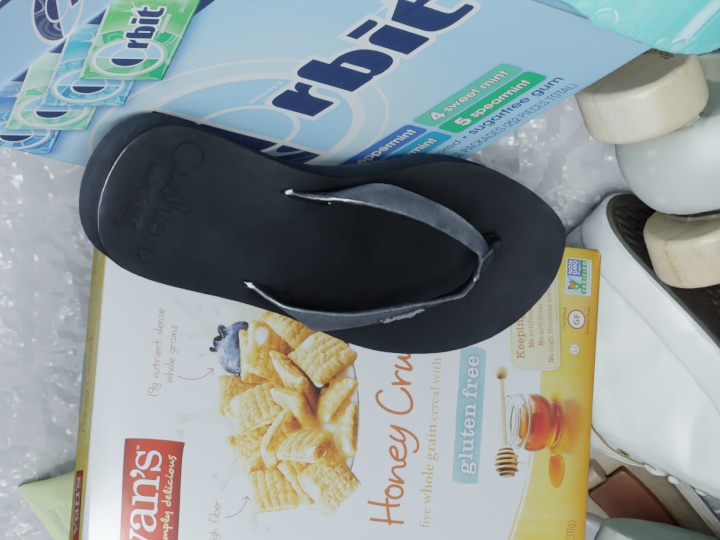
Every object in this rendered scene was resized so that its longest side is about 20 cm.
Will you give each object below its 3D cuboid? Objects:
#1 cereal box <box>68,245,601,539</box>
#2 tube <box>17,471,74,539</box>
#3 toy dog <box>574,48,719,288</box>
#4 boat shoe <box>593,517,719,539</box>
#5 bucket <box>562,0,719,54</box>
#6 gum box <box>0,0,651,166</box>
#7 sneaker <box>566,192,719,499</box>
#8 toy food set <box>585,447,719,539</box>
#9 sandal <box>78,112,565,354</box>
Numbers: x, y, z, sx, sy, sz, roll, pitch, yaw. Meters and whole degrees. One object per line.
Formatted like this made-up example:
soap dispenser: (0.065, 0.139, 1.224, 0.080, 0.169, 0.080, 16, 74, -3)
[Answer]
cereal box: (-0.009, 0.053, 1.037, 0.200, 0.040, 0.144, 5, 83, -15)
tube: (-0.075, 0.097, 1.139, 0.052, 0.058, 0.200, 12, 154, -35)
toy dog: (0.176, -0.071, 1.047, 0.200, 0.096, 0.132, -4, 116, -8)
boat shoe: (0.174, 0.161, 1.078, 0.201, 0.070, 0.072, 24, 94, -19)
bucket: (0.099, -0.183, 0.921, 0.207, 0.207, 0.135, 34, 117, -12)
gum box: (-0.024, -0.083, 0.953, 0.200, 0.045, 0.170, 14, 147, -42)
sneaker: (0.146, 0.067, 1.098, 0.200, 0.073, 0.085, 52, 124, 15)
toy food set: (0.092, 0.172, 1.188, 0.200, 0.060, 0.144, -33, 111, 20)
sandal: (-0.007, -0.007, 0.973, 0.200, 0.043, 0.076, 7, 104, -33)
